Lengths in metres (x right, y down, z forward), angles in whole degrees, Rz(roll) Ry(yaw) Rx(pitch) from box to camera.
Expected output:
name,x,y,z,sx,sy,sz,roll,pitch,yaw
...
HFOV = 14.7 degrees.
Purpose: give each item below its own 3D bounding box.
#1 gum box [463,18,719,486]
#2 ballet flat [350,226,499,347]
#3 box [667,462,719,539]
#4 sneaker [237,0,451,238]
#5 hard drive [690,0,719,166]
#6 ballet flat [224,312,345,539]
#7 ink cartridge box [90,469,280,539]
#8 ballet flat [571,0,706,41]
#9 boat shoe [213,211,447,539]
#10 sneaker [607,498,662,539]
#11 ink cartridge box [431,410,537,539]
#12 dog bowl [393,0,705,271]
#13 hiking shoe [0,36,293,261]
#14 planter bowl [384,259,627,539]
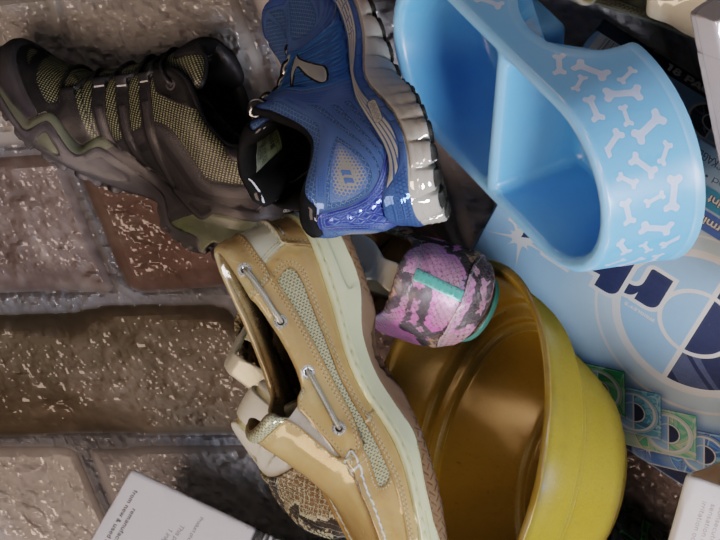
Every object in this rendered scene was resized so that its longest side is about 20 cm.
name,x,y,z,sx,sy,sz,roll,pitch,yaw
gum box,0.148,-0.003,1.409,0.170,0.045,0.200,33,134,6
ballet flat,0.000,0.000,1.438,0.071,0.069,0.200,31,171,-23
box,0.256,0.172,1.378,0.199,0.152,0.107,18,98,18
sneaker,-0.024,-0.082,1.369,0.089,0.200,0.079,-17,124,-6
hard drive,0.223,-0.053,1.274,0.027,0.132,0.200,28,140,53
ballet flat,-0.040,0.072,1.479,0.075,0.200,0.068,38,104,-24
ink cartridge box,-0.059,0.215,1.631,0.200,0.084,0.146,24,157,13
ballet flat,0.130,-0.144,1.304,0.200,0.064,0.068,20,130,18
boat shoe,-0.021,0.073,1.361,0.072,0.076,0.201,-35,74,63
sneaker,0.086,0.159,1.555,0.199,0.078,0.085,17,148,20
ink cartridge box,0.067,0.146,1.490,0.095,0.037,0.200,-34,71,9
dog bowl,0.082,-0.076,1.307,0.200,0.049,0.112,49,150,38
hiking shoe,-0.107,-0.087,1.493,0.200,0.076,0.101,32,107,19
planter bowl,0.077,0.100,1.410,0.083,0.201,0.200,13,139,-25
